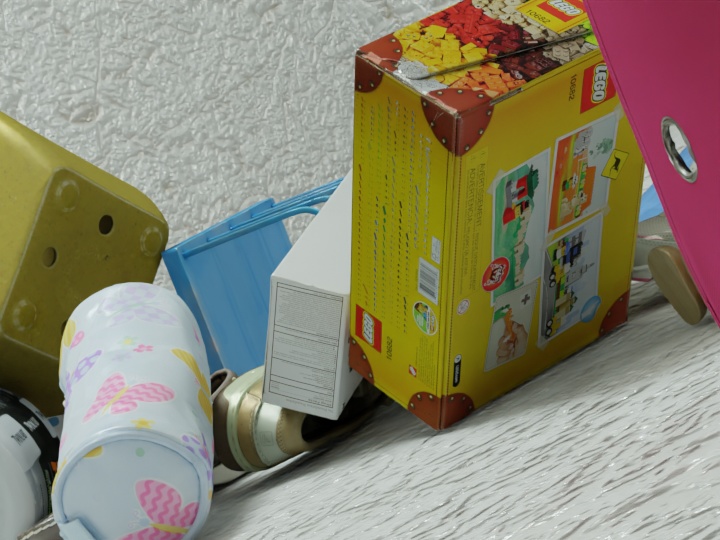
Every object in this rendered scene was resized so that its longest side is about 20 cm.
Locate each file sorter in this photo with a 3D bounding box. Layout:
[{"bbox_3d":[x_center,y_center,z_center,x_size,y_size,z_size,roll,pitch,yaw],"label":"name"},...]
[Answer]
[{"bbox_3d":[-0.026,0.015,1.597,0.122,0.140,0.200,-20,5,19],"label":"file sorter"}]

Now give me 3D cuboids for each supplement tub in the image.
[{"bbox_3d":[-0.247,0.136,1.435,0.122,0.123,0.200,-25,4,1],"label":"supplement tub"}]

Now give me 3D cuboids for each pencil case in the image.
[{"bbox_3d":[-0.128,0.081,1.278,0.090,0.084,0.200,-20,24,2],"label":"pencil case"}]

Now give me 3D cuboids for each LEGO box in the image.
[{"bbox_3d":[0.073,-0.040,1.201,0.148,0.201,0.077,-27,45,-34],"label":"LEGO box"}]

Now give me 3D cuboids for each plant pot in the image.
[{"bbox_3d":[-0.244,-0.007,1.542,0.199,0.195,0.195,10,-13,40],"label":"plant pot"}]

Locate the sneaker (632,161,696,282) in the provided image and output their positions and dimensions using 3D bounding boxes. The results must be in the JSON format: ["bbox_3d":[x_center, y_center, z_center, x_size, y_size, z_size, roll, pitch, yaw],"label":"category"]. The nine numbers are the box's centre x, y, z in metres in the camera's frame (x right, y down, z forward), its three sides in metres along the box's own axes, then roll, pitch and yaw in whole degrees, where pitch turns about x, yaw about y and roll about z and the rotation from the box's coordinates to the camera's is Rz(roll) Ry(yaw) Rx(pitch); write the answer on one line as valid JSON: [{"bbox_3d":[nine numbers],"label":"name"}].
[{"bbox_3d":[0.222,-0.057,1.296,0.199,0.089,0.081,-25,3,7],"label":"sneaker"}]

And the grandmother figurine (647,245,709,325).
[{"bbox_3d":[0.246,-0.041,1.159,0.199,0.061,0.121,-29,13,-18],"label":"grandmother figurine"}]

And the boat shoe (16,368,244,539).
[{"bbox_3d":[-0.132,0.120,1.372,0.200,0.060,0.072,-28,5,-42],"label":"boat shoe"}]

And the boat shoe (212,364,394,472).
[{"bbox_3d":[-0.005,0.065,1.368,0.076,0.072,0.200,-5,22,34],"label":"boat shoe"}]

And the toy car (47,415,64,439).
[{"bbox_3d":[-0.214,0.058,1.706,0.183,0.201,0.177,-24,4,21],"label":"toy car"}]

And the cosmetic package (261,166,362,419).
[{"bbox_3d":[0.000,0.000,1.341,0.050,0.083,0.200,14,30,12],"label":"cosmetic package"}]

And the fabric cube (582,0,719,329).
[{"bbox_3d":[0.220,-0.085,0.866,0.199,0.197,0.199,-25,5,-8],"label":"fabric cube"}]

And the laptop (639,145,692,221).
[{"bbox_3d":[0.162,-0.068,1.576,0.198,0.117,0.187,9,-1,-6],"label":"laptop"}]
